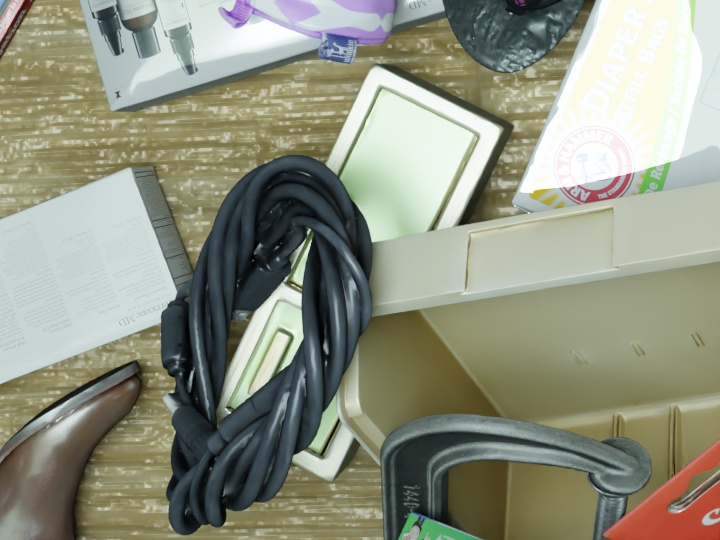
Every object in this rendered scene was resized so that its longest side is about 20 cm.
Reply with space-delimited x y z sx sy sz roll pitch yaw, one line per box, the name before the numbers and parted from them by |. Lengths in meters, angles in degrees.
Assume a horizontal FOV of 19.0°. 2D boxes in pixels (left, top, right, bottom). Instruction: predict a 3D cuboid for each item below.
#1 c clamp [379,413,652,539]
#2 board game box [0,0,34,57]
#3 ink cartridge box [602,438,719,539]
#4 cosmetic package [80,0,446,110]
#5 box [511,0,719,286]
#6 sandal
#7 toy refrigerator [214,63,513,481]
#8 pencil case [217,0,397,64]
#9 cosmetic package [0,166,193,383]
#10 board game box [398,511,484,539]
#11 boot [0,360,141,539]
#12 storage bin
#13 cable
c clamp | 0.092 0.117 1.001 0.170 0.200 0.027 5 59 12
board game box | -0.207 -0.191 1.150 0.103 0.019 0.200 33 99 7
ink cartridge box | 0.217 0.132 0.963 0.199 0.050 0.109 23 126 -35
cosmetic package | -0.041 -0.148 1.103 0.199 0.051 0.083 -16 93 9
box | 0.160 -0.105 1.051 0.101 0.112 0.201 23 99 5
sandal | 0.090 -0.178 1.007 0.075 0.048 0.201 20 120 -5
toy refrigerator | 0.000 0.000 1.106 0.076 0.070 0.201 27 99 6
pencil case | -0.009 -0.204 1.008 0.085 0.084 0.201 7 104 -21
cosmetic package | -0.191 0.018 1.148 0.199 0.051 0.083 -20 89 10
board game box | 0.122 0.166 0.951 0.199 0.135 0.029 26 84 -16
boot | -0.133 0.174 1.149 0.186 0.064 0.200 -39 91 9
storage bin | 0.118 0.056 1.004 0.199 0.199 0.094 -9 55 24
cable | -0.053 0.035 1.002 0.051 0.200 0.164 20 64 -21
